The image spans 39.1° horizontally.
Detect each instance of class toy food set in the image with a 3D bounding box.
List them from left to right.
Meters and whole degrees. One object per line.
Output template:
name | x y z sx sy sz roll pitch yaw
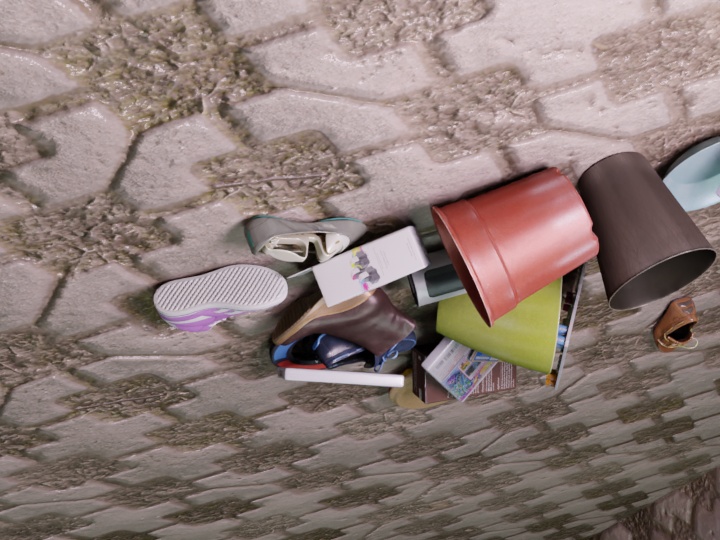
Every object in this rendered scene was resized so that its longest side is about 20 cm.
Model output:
toy food set | 0.153 0.228 2.097 0.199 0.049 0.198 6 144 -36

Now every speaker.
speaker | 0.178 -0.006 1.657 0.199 0.081 0.081 -15 152 -3

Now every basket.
basket | 0.423 -0.069 1.549 0.136 0.201 0.180 12 141 -44

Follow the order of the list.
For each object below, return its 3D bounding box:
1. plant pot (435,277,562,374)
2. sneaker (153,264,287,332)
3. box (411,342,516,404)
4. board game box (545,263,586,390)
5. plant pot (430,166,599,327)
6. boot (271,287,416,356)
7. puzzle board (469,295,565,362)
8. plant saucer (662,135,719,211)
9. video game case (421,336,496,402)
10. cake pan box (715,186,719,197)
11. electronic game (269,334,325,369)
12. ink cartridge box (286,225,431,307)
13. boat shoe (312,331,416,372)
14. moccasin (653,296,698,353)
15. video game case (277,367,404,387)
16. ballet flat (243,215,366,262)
plant pot | 0.233 0.072 1.732 0.199 0.188 0.187 6 152 7
sneaker | -0.209 0.047 1.557 0.200 0.073 0.114 -5 155 -1
box | 0.204 0.191 1.987 0.199 0.075 0.101 -6 105 -20
board game box | 0.371 0.087 1.825 0.026 0.201 0.200 13 152 12
plant pot | 0.236 -0.046 1.515 0.195 0.201 0.201 -26 152 0
boot | -0.029 0.099 1.677 0.200 0.072 0.166 -38 117 22
puzzle board | 0.295 0.106 1.905 0.200 0.017 0.151 6 117 -48
plant saucer | 0.562 -0.166 1.626 0.200 0.039 0.201 -14 151 -8
video game case | 0.216 0.137 1.882 0.200 0.024 0.182 -49 143 -3
cake pan box | 0.668 -0.187 1.565 0.184 0.052 0.200 -14 142 -33
electronic game | -0.065 0.129 1.805 0.199 0.042 0.200 -14 152 -8
ink cartridge box | 0.000 0.000 1.535 0.199 0.068 0.115 -22 179 10
boat shoe | 0.012 0.145 1.773 0.199 0.069 0.084 -8 144 -25
moccasin | 0.687 0.132 2.190 0.073 0.078 0.202 -11 152 -11
video game case | -0.039 0.184 1.747 0.199 0.023 0.182 4 175 -8
ballet flat | -0.074 -0.040 1.471 0.199 0.064 0.067 2 147 -32
